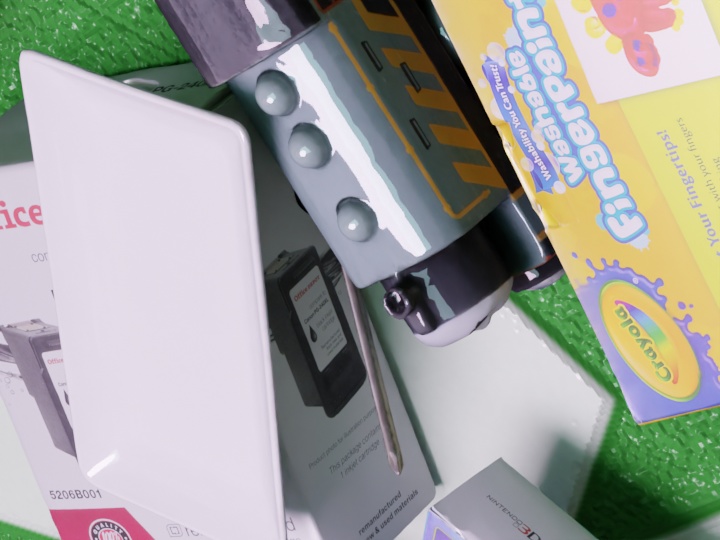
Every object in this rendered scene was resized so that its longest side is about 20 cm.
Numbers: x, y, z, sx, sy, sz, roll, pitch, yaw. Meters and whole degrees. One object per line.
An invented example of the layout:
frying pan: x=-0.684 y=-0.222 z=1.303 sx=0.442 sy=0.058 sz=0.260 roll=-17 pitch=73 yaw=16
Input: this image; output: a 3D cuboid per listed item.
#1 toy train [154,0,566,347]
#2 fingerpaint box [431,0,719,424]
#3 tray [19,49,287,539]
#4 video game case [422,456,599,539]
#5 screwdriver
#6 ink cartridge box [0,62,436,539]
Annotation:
toy train: x=0.005 y=-0.069 z=1.055 sx=0.085 sy=0.114 sz=0.200 roll=-24 pitch=101 yaw=43
fingerpaint box: x=0.131 y=-0.065 z=0.992 sx=0.167 sy=0.073 sz=0.200 roll=-18 pitch=104 yaw=41
tray: x=-0.070 y=0.013 z=1.096 sx=0.107 sy=0.022 sz=0.201 roll=20 pitch=131 yaw=31
video game case: x=0.093 y=0.198 z=1.160 sx=0.181 sy=0.045 sz=0.200 roll=38 pitch=143 yaw=25
screwdriver: x=0.000 y=0.000 z=1.076 sx=0.200 sy=0.029 sz=0.028 roll=-111 pitch=9 yaw=-45
ink cartridge box: x=-0.076 y=0.026 z=1.193 sx=0.145 sy=0.083 sz=0.201 roll=-7 pitch=113 yaw=39
